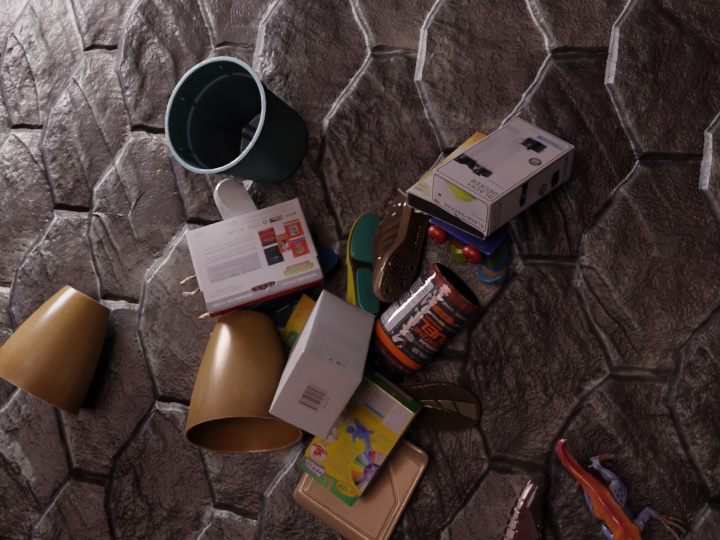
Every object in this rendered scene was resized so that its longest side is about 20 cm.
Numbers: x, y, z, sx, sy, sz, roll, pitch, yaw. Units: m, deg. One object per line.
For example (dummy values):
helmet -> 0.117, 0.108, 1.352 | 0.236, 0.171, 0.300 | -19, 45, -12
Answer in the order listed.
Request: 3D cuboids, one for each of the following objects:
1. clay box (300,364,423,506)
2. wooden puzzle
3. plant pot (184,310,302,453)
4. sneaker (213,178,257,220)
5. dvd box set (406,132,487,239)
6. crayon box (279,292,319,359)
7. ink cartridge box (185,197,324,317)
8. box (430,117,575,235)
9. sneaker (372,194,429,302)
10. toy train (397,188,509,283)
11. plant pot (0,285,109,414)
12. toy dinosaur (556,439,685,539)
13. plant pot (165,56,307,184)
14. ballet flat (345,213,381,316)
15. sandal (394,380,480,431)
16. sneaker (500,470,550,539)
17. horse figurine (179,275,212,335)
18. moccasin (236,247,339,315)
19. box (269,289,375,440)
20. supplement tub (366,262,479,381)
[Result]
clay box -> -0.002, 0.262, 1.606 | 0.115, 0.048, 0.200 | 36, 111, 12
wooden puzzle -> 0.001, 0.340, 1.666 | 0.185, 0.037, 0.200 | 29, 99, 27
plant pot -> -0.190, 0.174, 1.653 | 0.186, 0.186, 0.201 | -16, 61, 23
sneaker -> -0.197, -0.067, 1.815 | 0.075, 0.088, 0.200 | -30, 90, -22
dvd box set -> 0.186, -0.135, 1.576 | 0.146, 0.200, 0.029 | 26, 139, 27
crayon box -> -0.088, 0.154, 1.724 | 0.119, 0.058, 0.200 | 32, 97, 27
ink cartridge box -> -0.170, -0.005, 1.684 | 0.199, 0.084, 0.176 | -17, 55, -5
box -> 0.213, -0.143, 1.516 | 0.200, 0.060, 0.117 | -33, 52, -30
sneaker -> 0.054, -0.036, 1.669 | 0.075, 0.070, 0.200 | -2, 57, 45
toy train -> 0.149, -0.059, 1.616 | 0.200, 0.116, 0.085 | 32, 71, 32
plant pot -> -0.559, 0.137, 1.901 | 0.186, 0.186, 0.200 | 25, 80, 27
toy dinosaur -> 0.351, 0.357, 1.428 | 0.105, 0.200, 0.182 | -51, 31, 27
plant pot -> -0.201, -0.243, 1.768 | 0.200, 0.196, 0.201 | -4, 80, 25
ballet flat -> 0.000, 0.000, 1.695 | 0.067, 0.067, 0.201 | 135, 144, -53
sandal -> 0.092, 0.212, 1.625 | 0.199, 0.055, 0.082 | -5, 102, 17
sneaker -> 0.270, 0.404, 1.504 | 0.115, 0.076, 0.201 | 25, 103, 23
horse figurine -> -0.242, 0.034, 1.820 | 0.132, 0.050, 0.200 | -35, 59, -1
moccasin -> -0.128, 0.024, 1.756 | 0.199, 0.068, 0.081 | -25, 55, -3
box -> -0.055, 0.140, 1.554 | 0.097, 0.200, 0.125 | 26, 116, -6
supplement tub -> 0.088, 0.090, 1.621 | 0.200, 0.107, 0.107 | -46, 65, 13
